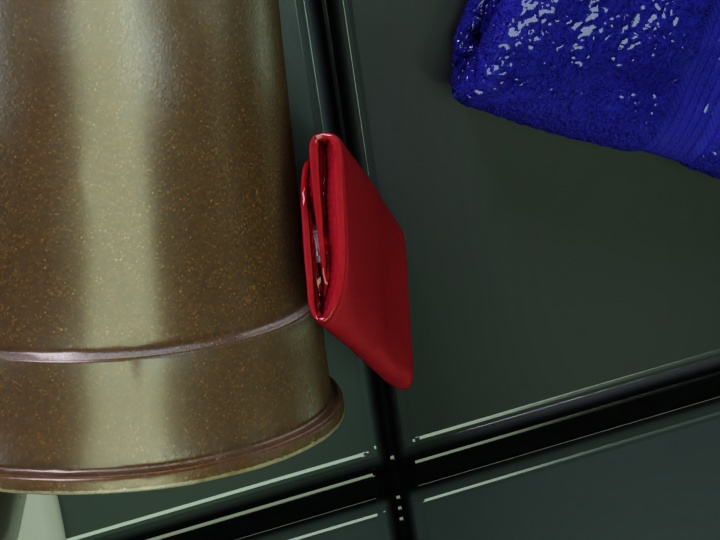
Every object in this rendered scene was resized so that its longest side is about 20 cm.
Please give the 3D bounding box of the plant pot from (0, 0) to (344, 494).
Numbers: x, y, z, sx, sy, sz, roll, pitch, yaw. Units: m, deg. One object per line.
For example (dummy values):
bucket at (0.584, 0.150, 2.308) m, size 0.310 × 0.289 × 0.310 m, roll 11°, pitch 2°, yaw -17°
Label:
plant pot at (-0.108, -0.037, 1.017) m, size 0.199 × 0.200 × 0.199 m, roll -6°, pitch 104°, yaw -18°

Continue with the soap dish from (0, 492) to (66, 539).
soap dish at (-0.165, 0.174, 1.096) m, size 0.081 × 0.157 × 0.201 m, roll -8°, pitch 114°, yaw 1°

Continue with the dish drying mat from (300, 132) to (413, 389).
dish drying mat at (0.000, 0.000, 1.062) m, size 0.018 × 0.200 × 0.077 m, roll -6°, pitch 80°, yaw 7°

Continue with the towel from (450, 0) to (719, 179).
towel at (0.149, -0.117, 1.148) m, size 0.199 × 0.050 × 0.148 m, roll 13°, pitch 105°, yaw -24°
